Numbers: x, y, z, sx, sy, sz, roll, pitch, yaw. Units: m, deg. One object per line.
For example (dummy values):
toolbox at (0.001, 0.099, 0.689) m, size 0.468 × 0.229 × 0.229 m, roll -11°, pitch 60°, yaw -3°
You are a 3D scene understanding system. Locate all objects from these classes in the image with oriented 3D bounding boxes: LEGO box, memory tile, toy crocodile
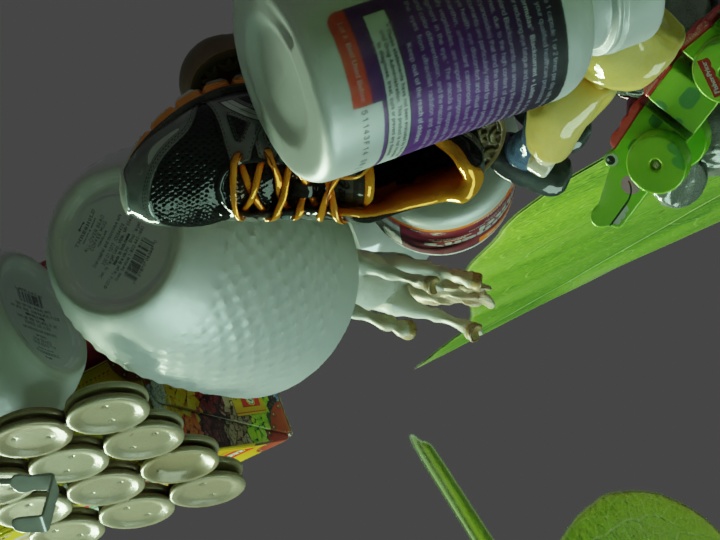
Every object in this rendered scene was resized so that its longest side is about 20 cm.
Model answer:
LEGO box at (-0.173, 0.119, 1.581) m, size 0.200 × 0.077 × 0.149 m, roll -26°, pitch 168°, yaw 27°
memory tile at (-0.168, 0.121, 1.440) m, size 0.153 × 0.017 × 0.200 m, roll -18°, pitch 152°, yaw 13°
toy crocodile at (0.194, -0.105, 1.390) m, size 0.200 × 0.062 × 0.068 m, roll -56°, pitch 173°, yaw 34°

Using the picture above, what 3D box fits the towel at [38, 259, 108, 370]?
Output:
towel at (-0.234, 0.049, 1.597) m, size 0.200 × 0.022 × 0.145 m, roll -26°, pitch -148°, yaw 25°

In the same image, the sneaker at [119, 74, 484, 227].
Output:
sneaker at (-0.027, -0.057, 1.224) m, size 0.200 × 0.077 × 0.078 m, roll -13°, pitch 129°, yaw -13°

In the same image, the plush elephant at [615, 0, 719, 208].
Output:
plush elephant at (0.210, -0.120, 1.525) m, size 0.165 × 0.155 × 0.200 m, roll -21°, pitch 173°, yaw -18°

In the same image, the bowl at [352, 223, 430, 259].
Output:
bowl at (-0.008, -0.017, 1.874) m, size 0.201 × 0.090 × 0.201 m, roll -23°, pitch 172°, yaw -3°

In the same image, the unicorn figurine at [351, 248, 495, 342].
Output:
unicorn figurine at (0.000, 0.000, 1.538) m, size 0.137 × 0.074 × 0.200 m, roll 21°, pitch 170°, yaw 31°

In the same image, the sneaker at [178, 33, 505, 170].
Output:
sneaker at (-0.021, -0.101, 1.307) m, size 0.200 × 0.090 × 0.067 m, roll 10°, pitch 114°, yaw -31°

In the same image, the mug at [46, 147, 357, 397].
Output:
mug at (-0.087, -0.025, 1.391) m, size 0.200 × 0.148 × 0.175 m, roll -51°, pitch 156°, yaw 9°

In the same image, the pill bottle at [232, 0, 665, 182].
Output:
pill bottle at (0.047, -0.125, 1.174) m, size 0.200 × 0.111 × 0.111 m, roll -20°, pitch 172°, yaw -19°

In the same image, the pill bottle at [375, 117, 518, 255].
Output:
pill bottle at (0.053, -0.069, 1.606) m, size 0.110 × 0.110 × 0.200 m, roll -23°, pitch 172°, yaw 0°

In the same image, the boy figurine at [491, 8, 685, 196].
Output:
boy figurine at (0.135, -0.118, 1.390) m, size 0.124 × 0.064 × 0.200 m, roll -64°, pitch -175°, yaw -24°

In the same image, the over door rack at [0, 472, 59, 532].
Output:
over door rack at (-0.260, 0.060, 1.254) m, size 0.200 × 0.148 × 0.067 m, roll 5°, pitch -138°, yaw 19°

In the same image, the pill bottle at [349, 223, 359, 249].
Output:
pill bottle at (-0.106, 0.015, 1.666) m, size 0.200 × 0.110 × 0.110 m, roll -27°, pitch 172°, yaw 28°

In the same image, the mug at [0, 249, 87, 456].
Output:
mug at (-0.281, 0.056, 1.451) m, size 0.175 × 0.148 × 0.200 m, roll -30°, pitch 140°, yaw 19°
